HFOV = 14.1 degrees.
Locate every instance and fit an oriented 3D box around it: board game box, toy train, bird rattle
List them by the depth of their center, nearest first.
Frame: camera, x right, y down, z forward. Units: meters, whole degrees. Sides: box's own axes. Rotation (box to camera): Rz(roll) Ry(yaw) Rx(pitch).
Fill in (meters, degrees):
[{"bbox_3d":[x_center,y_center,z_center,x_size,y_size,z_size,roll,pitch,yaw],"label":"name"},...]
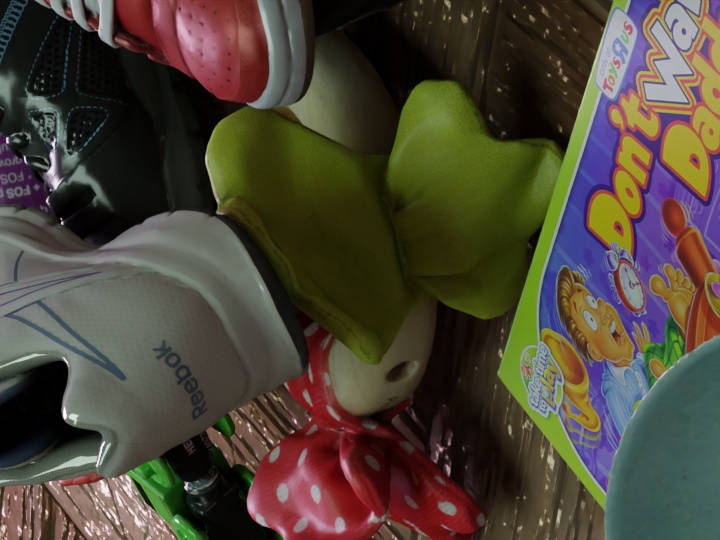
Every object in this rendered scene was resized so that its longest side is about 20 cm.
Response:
[{"bbox_3d":[0.111,0.001,0.788,0.135,0.045,0.200,52,145,32],"label":"board game box"},{"bbox_3d":[0.000,0.000,0.966,0.200,0.112,0.163,91,160,-53],"label":"bird rattle"},{"bbox_3d":[-0.055,0.088,1.061,0.056,0.042,0.200,32,155,46],"label":"toy train"}]

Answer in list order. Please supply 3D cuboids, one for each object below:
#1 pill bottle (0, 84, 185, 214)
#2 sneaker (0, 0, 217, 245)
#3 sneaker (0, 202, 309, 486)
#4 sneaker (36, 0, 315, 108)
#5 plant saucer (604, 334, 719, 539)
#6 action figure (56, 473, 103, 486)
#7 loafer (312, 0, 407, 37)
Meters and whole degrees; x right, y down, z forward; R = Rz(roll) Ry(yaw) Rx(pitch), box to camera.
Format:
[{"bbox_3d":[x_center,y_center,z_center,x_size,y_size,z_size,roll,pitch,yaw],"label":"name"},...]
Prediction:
[{"bbox_3d":[-0.115,-0.036,1.088,0.112,0.112,0.201,5,109,59],"label":"pill bottle"},{"bbox_3d":[-0.093,-0.048,0.975,0.073,0.082,0.201,107,152,-79],"label":"sneaker"},{"bbox_3d":[-0.104,0.027,0.900,0.200,0.087,0.075,-9,115,54],"label":"sneaker"},{"bbox_3d":[-0.096,-0.103,0.865,0.200,0.112,0.071,50,142,47],"label":"sneaker"},{"bbox_3d":[0.156,0.083,0.716,0.200,0.039,0.202,20,132,23],"label":"plant saucer"},{"bbox_3d":[-0.156,-0.006,1.155,0.052,0.065,0.200,-1,127,52],"label":"action figure"},{"bbox_3d":[0.015,-0.111,0.861,0.200,0.071,0.073,-13,88,57],"label":"loafer"}]
